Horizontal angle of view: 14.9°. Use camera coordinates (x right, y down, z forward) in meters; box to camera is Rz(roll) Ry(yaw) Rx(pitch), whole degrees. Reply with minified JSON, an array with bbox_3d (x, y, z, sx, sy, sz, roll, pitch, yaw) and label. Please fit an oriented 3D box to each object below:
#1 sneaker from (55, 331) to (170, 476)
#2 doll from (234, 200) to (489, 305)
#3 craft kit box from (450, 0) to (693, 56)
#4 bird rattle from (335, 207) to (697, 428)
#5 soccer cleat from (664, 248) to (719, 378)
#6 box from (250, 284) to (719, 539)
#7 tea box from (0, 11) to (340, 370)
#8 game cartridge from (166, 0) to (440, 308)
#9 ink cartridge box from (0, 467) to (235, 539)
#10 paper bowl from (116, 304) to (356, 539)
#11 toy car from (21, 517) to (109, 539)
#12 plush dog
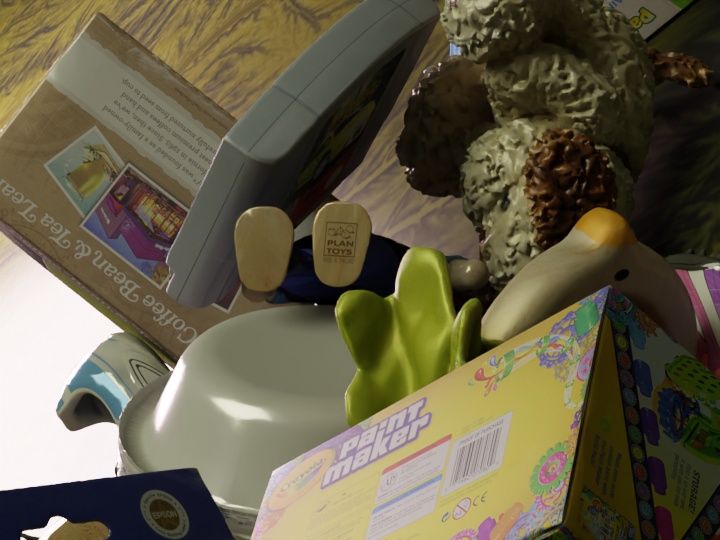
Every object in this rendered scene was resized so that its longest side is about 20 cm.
[{"bbox_3d":[-0.089,0.108,1.542,0.200,0.072,0.073,33,80,30],"label":"sneaker"},{"bbox_3d":[0.000,0.000,1.439,0.136,0.200,0.049,-3,83,13],"label":"doll"},{"bbox_3d":[0.138,-0.188,1.694,0.197,0.048,0.200,-41,24,27],"label":"craft kit box"},{"bbox_3d":[0.090,0.065,1.211,0.163,0.200,0.113,-45,34,-10],"label":"bird rattle"},{"bbox_3d":[0.177,0.040,1.248,0.073,0.068,0.200,-59,26,-9],"label":"soccer cleat"},{"bbox_3d":[0.083,0.141,1.097,0.200,0.192,0.122,-30,30,38],"label":"box"},{"bbox_3d":[-0.116,-0.029,1.642,0.134,0.200,0.197,-52,0,-5],"label":"tea box"},{"bbox_3d":[-0.027,-0.074,1.472,0.200,0.041,0.133,-46,-15,-48],"label":"game cartridge"},{"bbox_3d":[-0.086,0.167,1.151,0.041,0.199,0.201,-41,66,34],"label":"ink cartridge box"},{"bbox_3d":[-0.020,0.087,1.347,0.201,0.200,0.105,-115,24,-65],"label":"paper bowl"},{"bbox_3d":[-0.127,0.183,1.402,0.158,0.200,0.164,-58,23,-3],"label":"toy car"},{"bbox_3d":[0.104,-0.055,1.476,0.200,0.160,0.172,113,167,-61],"label":"plush dog"}]
